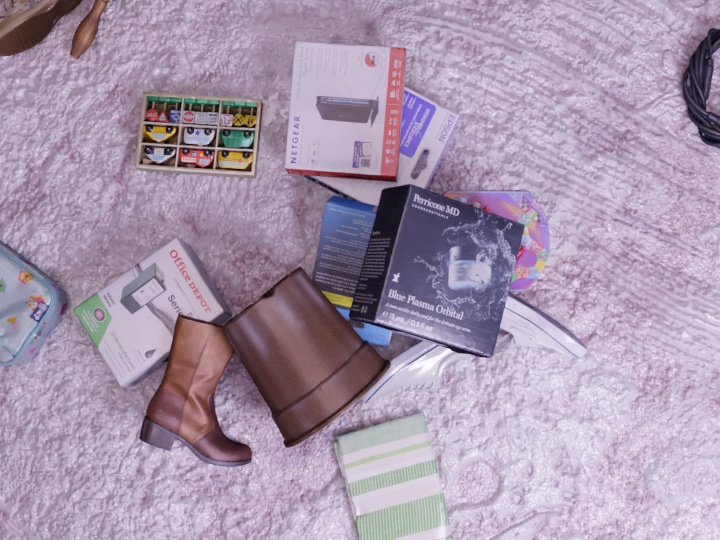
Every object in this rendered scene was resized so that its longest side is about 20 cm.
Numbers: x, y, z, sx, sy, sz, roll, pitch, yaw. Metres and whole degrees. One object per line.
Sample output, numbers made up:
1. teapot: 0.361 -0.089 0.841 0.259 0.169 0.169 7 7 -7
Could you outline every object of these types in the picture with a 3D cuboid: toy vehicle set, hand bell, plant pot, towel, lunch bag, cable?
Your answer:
1. toy vehicle set: -0.261 -0.219 1.634 0.195 0.027 0.127 4 83 3
2. hand bell: -0.423 -0.439 1.651 0.103 0.104 0.202 30 98 6
3. plant pot: -0.089 0.118 1.483 0.199 0.200 0.200 -36 94 -2
4. towel: 0.051 0.338 1.559 0.149 0.023 0.204 -14 82 0
5. lunch bag: -0.575 0.050 1.593 0.199 0.077 0.162 36 86 6
6. cable: 0.590 -0.287 1.596 0.161 0.051 0.203 -26 85 5

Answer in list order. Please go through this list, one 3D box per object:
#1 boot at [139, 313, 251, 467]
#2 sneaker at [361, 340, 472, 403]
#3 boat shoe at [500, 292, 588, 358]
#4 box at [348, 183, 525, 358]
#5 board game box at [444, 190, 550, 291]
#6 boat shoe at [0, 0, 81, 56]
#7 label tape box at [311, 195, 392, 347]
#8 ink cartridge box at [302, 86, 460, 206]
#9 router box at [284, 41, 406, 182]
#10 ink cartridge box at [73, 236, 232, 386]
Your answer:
1. boot: -0.224 0.185 1.541 0.185 0.068 0.204 21 87 -15
2. sneaker: 0.089 0.155 1.551 0.198 0.073 0.071 -34 80 -2
3. boat shoe: 0.255 0.089 1.560 0.198 0.073 0.066 33 101 10
4. box: 0.110 0.002 1.464 0.193 0.117 0.204 17 85 -18
5. board game box: 0.203 -0.049 1.585 0.195 0.039 0.162 1 83 3
6. boat shoe: -0.532 -0.432 1.655 0.063 0.073 0.200 43 76 12
7. label tape box: 0.000 0.000 1.570 0.141 0.063 0.204 13 105 4
8. ink cartridge box: 0.032 -0.199 1.609 0.197 0.043 0.201 27 86 6
9. router box: -0.022 -0.246 1.570 0.175 0.049 0.205 4 85 4
10. ink cartridge box: -0.322 0.064 1.575 0.198 0.084 0.147 -35 84 -2
